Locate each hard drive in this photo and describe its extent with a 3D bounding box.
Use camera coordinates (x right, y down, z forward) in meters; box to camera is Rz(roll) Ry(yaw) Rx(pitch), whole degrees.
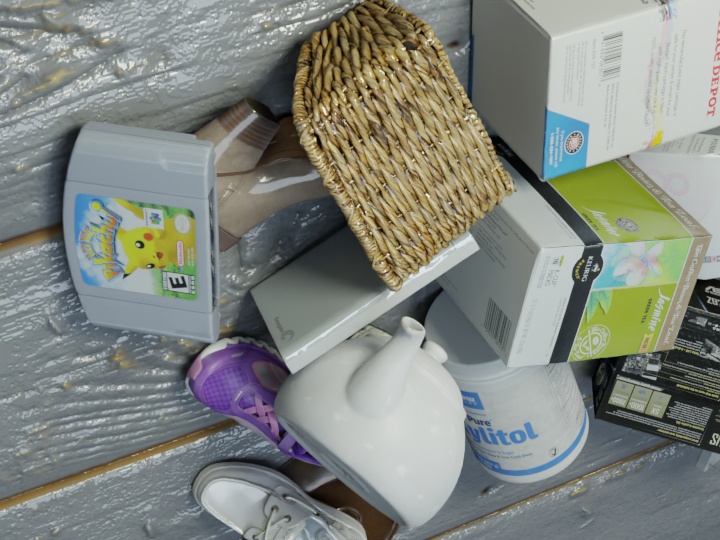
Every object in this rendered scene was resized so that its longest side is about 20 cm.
[{"bbox_3d":[0.000,0.000,1.435,0.199,0.132,0.027,-34,122,1],"label":"hard drive"}]

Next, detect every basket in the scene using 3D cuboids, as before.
[{"bbox_3d":[0.014,-0.114,1.356,0.149,0.143,0.201,-39,127,-7],"label":"basket"}]

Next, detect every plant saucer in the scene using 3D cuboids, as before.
[{"bbox_3d":[-0.030,0.268,1.691,0.198,0.032,0.202,-16,130,-19],"label":"plant saucer"}]

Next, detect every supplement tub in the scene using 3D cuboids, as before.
[{"bbox_3d":[0.152,0.111,1.613,0.131,0.132,0.201,-32,132,-5],"label":"supplement tub"}]

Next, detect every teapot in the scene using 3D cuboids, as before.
[{"bbox_3d":[0.027,0.128,1.439,0.146,0.199,0.197,-50,117,-12],"label":"teapot"}]

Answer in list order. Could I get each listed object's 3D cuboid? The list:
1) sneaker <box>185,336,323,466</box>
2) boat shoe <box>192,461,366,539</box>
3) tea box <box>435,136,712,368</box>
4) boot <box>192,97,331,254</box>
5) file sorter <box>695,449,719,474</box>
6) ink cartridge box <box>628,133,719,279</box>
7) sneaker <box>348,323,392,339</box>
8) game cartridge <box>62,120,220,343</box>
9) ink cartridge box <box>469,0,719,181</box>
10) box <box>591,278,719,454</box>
[{"bbox_3d":[-0.081,0.135,1.525,0.199,0.089,0.081,31,106,-40],"label":"sneaker"},{"bbox_3d":[-0.077,0.257,1.595,0.198,0.069,0.071,25,108,-16],"label":"boat shoe"},{"bbox_3d":[0.186,-0.025,1.486,0.194,0.200,0.135,-5,125,-26],"label":"tea box"},{"bbox_3d":[-0.094,-0.067,1.394,0.199,0.071,0.146,28,113,-39],"label":"boot"},{"bbox_3d":[0.500,0.157,1.819,0.138,0.124,0.202,-22,137,-49],"label":"file sorter"},{"bbox_3d":[0.375,-0.061,1.590,0.057,0.198,0.164,-56,145,-39],"label":"ink cartridge box"},{"bbox_3d":[0.025,0.144,1.595,0.085,0.077,0.201,-42,124,-18],"label":"sneaker"},{"bbox_3d":[-0.186,-0.029,1.337,0.131,0.041,0.202,10,127,11],"label":"game cartridge"},{"bbox_3d":[0.218,-0.201,1.414,0.198,0.145,0.149,-17,130,-19],"label":"ink cartridge box"},{"bbox_3d":[0.370,0.100,1.702,0.197,0.086,0.165,15,118,-2],"label":"box"}]
